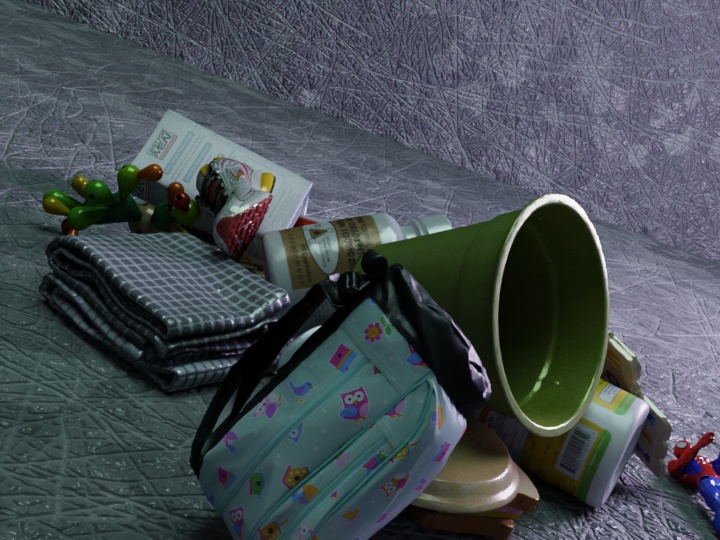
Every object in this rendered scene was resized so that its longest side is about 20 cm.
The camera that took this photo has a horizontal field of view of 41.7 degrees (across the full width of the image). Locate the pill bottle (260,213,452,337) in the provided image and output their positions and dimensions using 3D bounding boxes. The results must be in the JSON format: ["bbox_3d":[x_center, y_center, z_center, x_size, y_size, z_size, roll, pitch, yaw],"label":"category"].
[{"bbox_3d":[0.000,0.000,1.004,0.198,0.115,0.114,-10,22,-9],"label":"pill bottle"}]

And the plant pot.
[{"bbox_3d":[0.093,0.035,0.842,0.189,0.202,0.199,1,0,41],"label":"plant pot"}]

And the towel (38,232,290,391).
[{"bbox_3d":[-0.181,0.027,0.900,0.199,0.086,0.165,30,19,31],"label":"towel"}]

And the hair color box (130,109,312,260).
[{"bbox_3d":[-0.170,-0.101,1.146,0.199,0.099,0.061,27,-28,-1],"label":"hair color box"}]

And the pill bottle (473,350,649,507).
[{"bbox_3d":[0.167,0.134,0.923,0.199,0.112,0.111,27,16,23],"label":"pill bottle"}]

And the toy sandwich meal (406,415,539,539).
[{"bbox_3d":[0.041,0.159,0.772,0.204,0.071,0.205,16,15,-4],"label":"toy sandwich meal"}]

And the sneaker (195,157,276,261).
[{"bbox_3d":[-0.144,-0.071,1.013,0.082,0.078,0.200,26,13,-12],"label":"sneaker"}]

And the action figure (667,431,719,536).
[{"bbox_3d":[0.381,0.209,0.978,0.065,0.100,0.200,18,13,-12],"label":"action figure"}]

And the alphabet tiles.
[{"bbox_3d":[0.254,0.118,0.990,0.196,0.015,0.201,50,-14,37],"label":"alphabet tiles"}]

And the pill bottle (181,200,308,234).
[{"bbox_3d":[-0.177,-0.098,1.287,0.199,0.113,0.113,16,15,-12],"label":"pill bottle"}]

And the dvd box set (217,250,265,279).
[{"bbox_3d":[-0.108,0.020,1.123,0.199,0.030,0.146,8,19,-37],"label":"dvd box set"}]

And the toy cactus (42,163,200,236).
[{"bbox_3d":[-0.259,-0.058,1.082,0.198,0.103,0.165,-6,-15,16],"label":"toy cactus"}]

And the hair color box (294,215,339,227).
[{"bbox_3d":[0.005,-0.019,1.176,0.199,0.062,0.101,18,9,41],"label":"hair color box"}]

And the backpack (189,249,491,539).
[{"bbox_3d":[-0.012,0.106,0.622,0.127,0.200,0.167,46,-4,31],"label":"backpack"}]

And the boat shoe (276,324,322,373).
[{"bbox_3d":[0.002,0.082,0.953,0.198,0.068,0.074,-23,76,-28],"label":"boat shoe"}]
